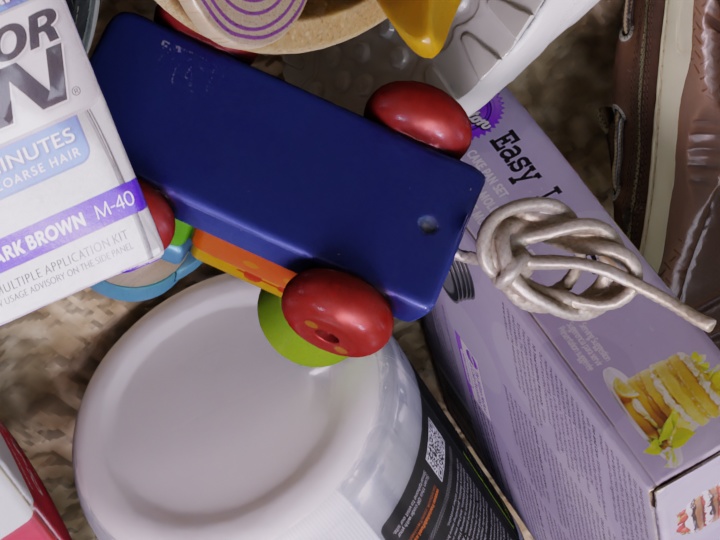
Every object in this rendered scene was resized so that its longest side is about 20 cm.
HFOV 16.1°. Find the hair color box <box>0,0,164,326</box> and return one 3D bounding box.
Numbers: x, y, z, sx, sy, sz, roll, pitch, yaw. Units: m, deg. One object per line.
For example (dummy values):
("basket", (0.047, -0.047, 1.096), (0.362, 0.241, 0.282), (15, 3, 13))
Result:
("hair color box", (-0.139, -0.076, 0.648), (0.109, 0.065, 0.200), (-25, 107, -12))

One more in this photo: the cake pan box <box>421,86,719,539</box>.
("cake pan box", (0.079, 0.053, 0.886), (0.052, 0.184, 0.200), (-26, 142, -8))

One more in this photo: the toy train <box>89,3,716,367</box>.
("toy train", (0.000, 0.000, 0.794), (0.200, 0.085, 0.116), (24, 156, -2))

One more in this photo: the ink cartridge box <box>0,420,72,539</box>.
("ink cartridge box", (-0.196, 0.058, 0.788), (0.146, 0.083, 0.200), (-31, 139, -4))

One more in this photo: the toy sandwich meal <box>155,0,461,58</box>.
("toy sandwich meal", (0.008, -0.152, 0.692), (0.205, 0.070, 0.205), (-21, 120, -42))

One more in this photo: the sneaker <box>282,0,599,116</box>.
("sneaker", (0.058, -0.104, 0.820), (0.200, 0.076, 0.080), (-45, 154, 16))

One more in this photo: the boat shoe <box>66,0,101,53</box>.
("boat shoe", (-0.104, -0.105, 0.724), (0.068, 0.072, 0.200), (-45, 153, -56))

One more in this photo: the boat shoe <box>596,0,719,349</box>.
("boat shoe", (0.120, -0.041, 0.900), (0.075, 0.075, 0.203), (-9, 120, -27))

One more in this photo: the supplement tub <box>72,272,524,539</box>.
("supplement tub", (-0.011, 0.098, 0.923), (0.122, 0.123, 0.200), (-35, 139, -1))
